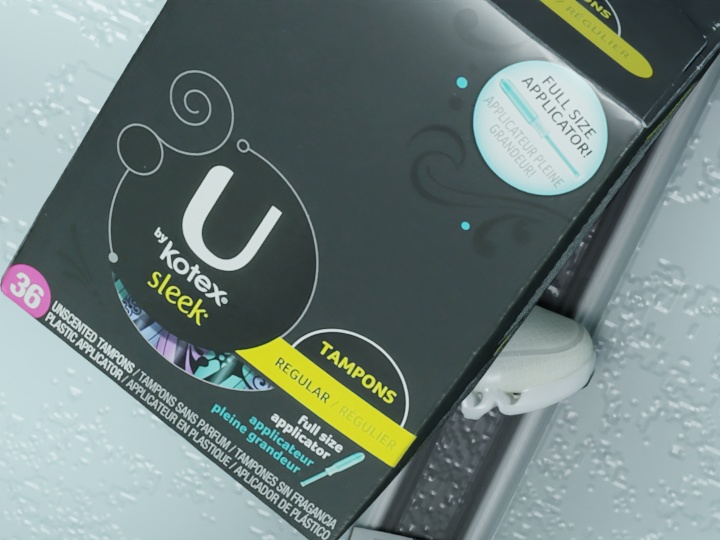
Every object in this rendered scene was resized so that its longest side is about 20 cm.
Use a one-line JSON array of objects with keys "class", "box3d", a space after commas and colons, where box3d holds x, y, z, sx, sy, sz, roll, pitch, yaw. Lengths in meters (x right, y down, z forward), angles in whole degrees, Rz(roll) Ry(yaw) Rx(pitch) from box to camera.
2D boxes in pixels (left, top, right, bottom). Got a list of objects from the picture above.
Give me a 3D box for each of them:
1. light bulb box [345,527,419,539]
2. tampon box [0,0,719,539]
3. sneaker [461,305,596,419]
[{"class": "light bulb box", "box3d": [0.026, 0.246, 1.039, 0.124, 0.198, 0.201, 11, 116, 6]}, {"class": "tampon box", "box3d": [0.004, -0.041, 0.856, 0.150, 0.126, 0.200, 37, 122, 6]}, {"class": "sneaker", "box3d": [0.000, 0.000, 1.002, 0.199, 0.075, 0.081, 18, 109, 4]}]
